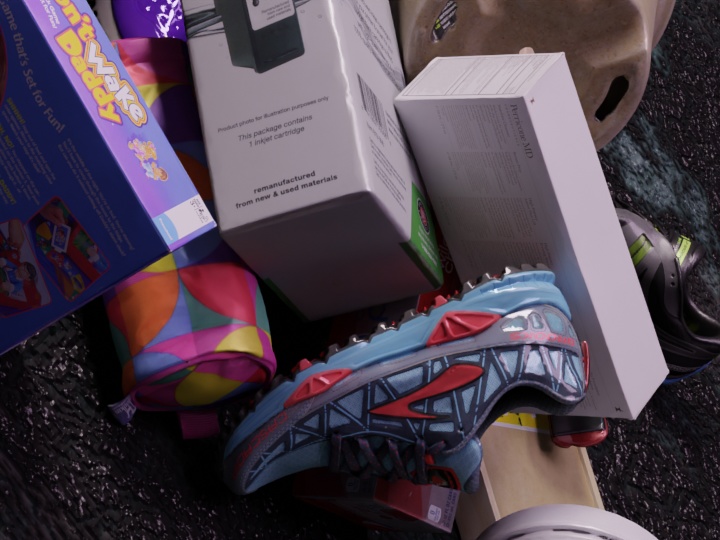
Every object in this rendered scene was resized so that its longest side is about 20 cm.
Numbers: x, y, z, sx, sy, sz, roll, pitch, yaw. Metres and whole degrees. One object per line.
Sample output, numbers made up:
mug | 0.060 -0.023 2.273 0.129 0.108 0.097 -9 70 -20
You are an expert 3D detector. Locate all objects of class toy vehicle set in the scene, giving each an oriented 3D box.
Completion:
toy vehicle set | 0.082 0.074 1.607 0.124 0.027 0.200 14 54 -51

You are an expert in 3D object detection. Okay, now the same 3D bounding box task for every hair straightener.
hair straightener | 0.125 0.009 1.630 0.077 0.041 0.200 79 10 -48

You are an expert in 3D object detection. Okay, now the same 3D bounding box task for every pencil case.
pencil case | -0.102 -0.020 1.366 0.088 0.088 0.200 14 56 -51

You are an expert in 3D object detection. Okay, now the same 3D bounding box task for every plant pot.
plant pot | 0.090 -0.148 1.514 0.200 0.200 0.183 50 15 -17

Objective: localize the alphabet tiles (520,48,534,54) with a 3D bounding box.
alphabet tiles | 0.114 -0.127 1.769 0.200 0.015 0.196 28 60 -61

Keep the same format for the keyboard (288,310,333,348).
keyboard | 0.000 0.000 1.495 0.104 0.040 0.200 -20 90 -34

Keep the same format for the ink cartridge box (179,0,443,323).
ink cartridge box | -0.029 -0.094 1.377 0.147 0.083 0.200 49 28 -64

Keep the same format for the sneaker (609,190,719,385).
sneaker | 0.180 -0.016 1.756 0.200 0.083 0.071 57 27 -21

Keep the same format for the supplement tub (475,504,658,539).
supplement tub | 0.099 0.233 1.386 0.145 0.145 0.200 46 33 -23

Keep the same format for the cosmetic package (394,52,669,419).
cosmetic package | 0.093 -0.017 1.408 0.051 0.083 0.200 -46 126 -40

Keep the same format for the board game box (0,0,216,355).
board game box | -0.174 -0.072 1.247 0.200 0.134 0.045 60 31 -2

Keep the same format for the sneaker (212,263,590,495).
sneaker | 0.024 0.074 1.350 0.096 0.200 0.079 63 -1 12

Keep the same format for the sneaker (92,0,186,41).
sneaker | -0.092 -0.185 1.493 0.070 0.100 0.200 29 42 -39

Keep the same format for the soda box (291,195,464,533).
soda box | 0.027 0.038 1.448 0.070 0.063 0.200 28 68 -42

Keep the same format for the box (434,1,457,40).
box | 0.044 -0.218 1.753 0.193 0.048 0.200 61 30 -12
